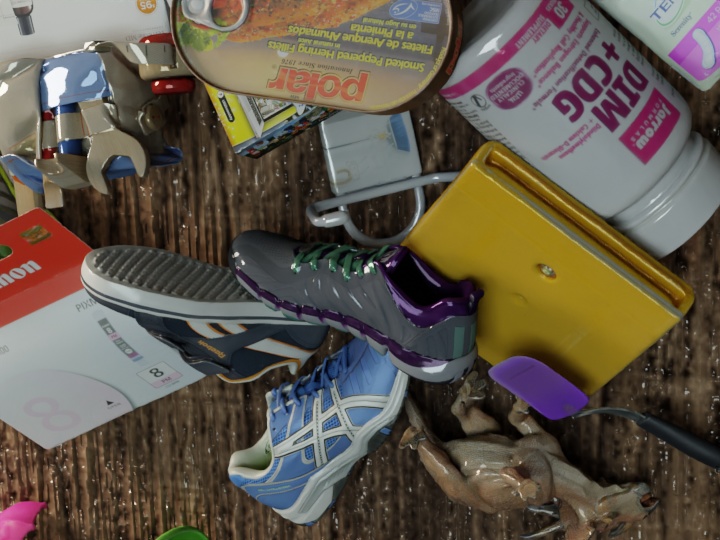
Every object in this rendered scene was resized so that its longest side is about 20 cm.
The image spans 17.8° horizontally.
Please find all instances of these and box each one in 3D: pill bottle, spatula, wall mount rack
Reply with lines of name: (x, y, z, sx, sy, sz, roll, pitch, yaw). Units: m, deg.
pill bottle: (0.150, -0.104, 1.548, 0.200, 0.113, 0.113, 43, 117, -15)
spatula: (0.186, 0.105, 1.634, 0.200, 0.021, 0.057, 21, 152, -19)
wall mount rack: (0.035, -0.110, 1.624, 0.174, 0.075, 0.200, -14, 106, -7)

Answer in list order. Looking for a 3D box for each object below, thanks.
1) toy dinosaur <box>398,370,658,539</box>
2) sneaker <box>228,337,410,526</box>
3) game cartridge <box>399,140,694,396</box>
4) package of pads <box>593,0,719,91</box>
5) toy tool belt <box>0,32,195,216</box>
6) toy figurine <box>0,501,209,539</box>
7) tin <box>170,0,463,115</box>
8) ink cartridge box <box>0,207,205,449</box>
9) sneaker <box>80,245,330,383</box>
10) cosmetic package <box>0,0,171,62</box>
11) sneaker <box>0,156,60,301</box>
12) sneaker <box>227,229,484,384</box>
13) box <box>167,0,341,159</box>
toy dinosaur: (0.106, 0.153, 1.691, 0.200, 0.086, 0.136, 16, 150, 30)
sneaker: (-0.026, 0.106, 1.705, 0.077, 0.076, 0.200, 24, 115, -20)
game cartridge: (0.117, 0.010, 1.600, 0.176, 0.032, 0.200, 37, 151, -2)
package of pads: (0.234, -0.239, 1.512, 0.154, 0.068, 0.200, 40, 115, 1)
toy tool belt: (-0.184, -0.097, 1.657, 0.200, 0.125, 0.123, -7, 89, 40)
toy figurine: (-0.228, 0.261, 1.831, 0.184, 0.150, 0.200, 19, 139, 26)
tin: (-0.029, -0.162, 1.508, 0.200, 0.042, 0.112, 11, 86, 21)
ink cartridge box: (-0.236, 0.048, 1.722, 0.163, 0.057, 0.200, -25, 142, 24)
sneaker: (-0.115, 0.037, 1.678, 0.200, 0.078, 0.079, 10, 118, -25)
cosmetic package: (-0.227, -0.198, 1.690, 0.200, 0.051, 0.083, -7, 107, 21)
sneaker: (-0.304, -0.058, 1.748, 0.200, 0.081, 0.074, 45, 116, -1)
sneaker: (0.000, 0.000, 1.629, 0.200, 0.074, 0.088, 25, 132, 16)
box: (-0.061, -0.196, 1.562, 0.137, 0.038, 0.200, -28, 78, 17)
